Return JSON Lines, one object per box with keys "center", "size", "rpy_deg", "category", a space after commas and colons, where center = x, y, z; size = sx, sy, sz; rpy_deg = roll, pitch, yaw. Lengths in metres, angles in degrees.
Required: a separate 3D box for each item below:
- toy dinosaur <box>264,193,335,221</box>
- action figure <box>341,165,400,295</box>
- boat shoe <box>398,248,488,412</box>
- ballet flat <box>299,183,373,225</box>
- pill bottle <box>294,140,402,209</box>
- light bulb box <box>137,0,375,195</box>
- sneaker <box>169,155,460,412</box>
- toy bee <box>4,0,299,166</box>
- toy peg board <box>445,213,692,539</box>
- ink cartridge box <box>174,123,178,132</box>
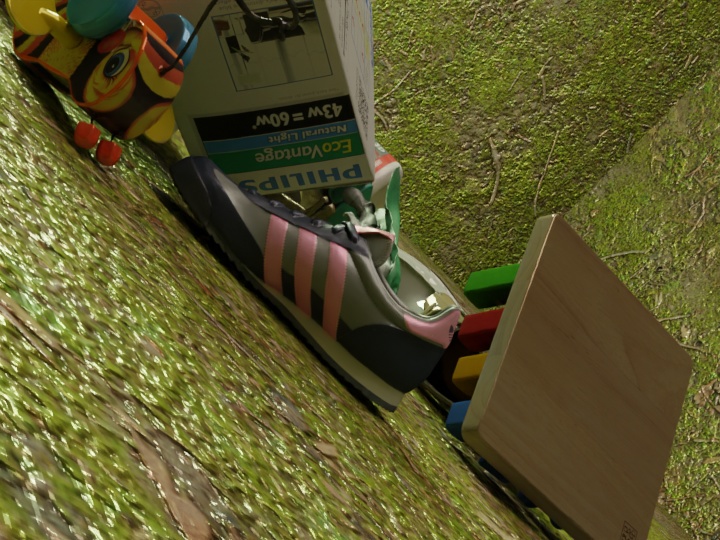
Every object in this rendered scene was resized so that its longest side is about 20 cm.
{"center": [-0.075, -0.058, 1.119], "size": [0.101, 0.058, 0.200], "rpy_deg": [61, -11, -7], "category": "toy dinosaur"}
{"center": [0.000, 0.000, 0.993], "size": [0.054, 0.119, 0.200], "rpy_deg": [20, 19, -12], "category": "action figure"}
{"center": [0.060, 0.052, 1.108], "size": [0.200, 0.075, 0.068], "rpy_deg": [47, -1, 7], "category": "boat shoe"}
{"center": [-0.024, -0.082, 1.148], "size": [0.063, 0.067, 0.200], "rpy_deg": [56, -12, 9], "category": "ballet flat"}
{"center": [-0.064, -0.126, 1.336], "size": [0.200, 0.116, 0.116], "rpy_deg": [45, 4, 8], "category": "pill bottle"}
{"center": [-0.067, -0.188, 0.928], "size": [0.200, 0.124, 0.199], "rpy_deg": [74, 12, -51], "category": "light bulb box"}
{"center": [-0.026, -0.011, 0.823], "size": [0.200, 0.082, 0.070], "rpy_deg": [45, 5, -4], "category": "sneaker"}
{"center": [-0.141, -0.116, 0.745], "size": [0.131, 0.109, 0.200], "rpy_deg": [35, -17, -23], "category": "toy bee"}
{"center": [0.145, 0.100, 1.049], "size": [0.098, 0.200, 0.200], "rpy_deg": [-14, -48, 46], "category": "toy peg board"}
{"center": [-0.198, -0.208, 1.029], "size": [0.146, 0.084, 0.200], "rpy_deg": [48, 5, 23], "category": "ink cartridge box"}
